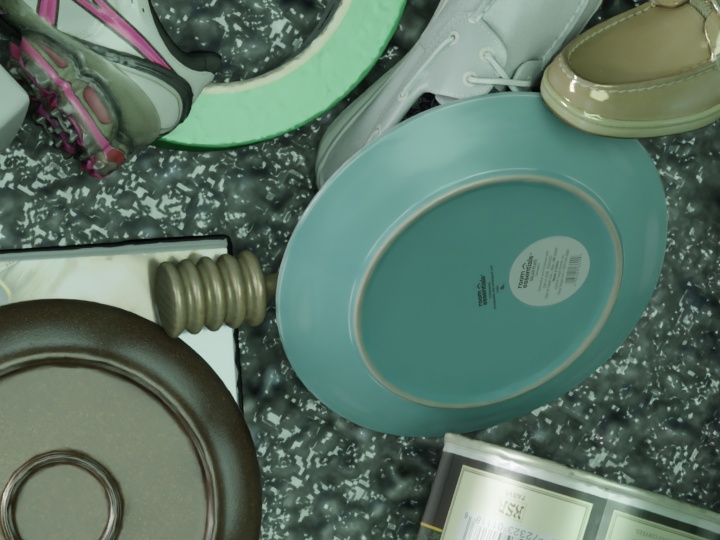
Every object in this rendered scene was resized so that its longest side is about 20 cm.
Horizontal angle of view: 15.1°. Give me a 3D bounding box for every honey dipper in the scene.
[{"bbox_3d":[0.000,0.000,1.326,0.200,0.038,0.038,-9,91,-19],"label":"honey dipper"}]

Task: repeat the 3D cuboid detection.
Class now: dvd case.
[{"bbox_3d":[-0.156,0.059,1.315,0.200,0.018,0.143,-4,91,-10],"label":"dvd case"}]

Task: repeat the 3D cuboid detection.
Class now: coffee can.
[{"bbox_3d":[0.081,0.193,1.294,0.146,0.146,0.200,18,86,-10],"label":"coffee can"}]

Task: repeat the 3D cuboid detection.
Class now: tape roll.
[{"bbox_3d":[-0.075,-0.159,1.316,0.200,0.048,0.201,0,90,-10],"label":"tape roll"}]

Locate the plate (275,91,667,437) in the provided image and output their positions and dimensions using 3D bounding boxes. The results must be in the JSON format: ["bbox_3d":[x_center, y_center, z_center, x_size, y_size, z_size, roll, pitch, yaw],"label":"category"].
[{"bbox_3d":[0.058,0.006,1.296,0.200,0.026,0.200,-10,127,-14],"label":"plate"}]

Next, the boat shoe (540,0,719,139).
[{"bbox_3d":[0.172,-0.120,1.270,0.200,0.065,0.072,-20,50,-24],"label":"boat shoe"}]

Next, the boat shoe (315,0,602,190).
[{"bbox_3d":[0.050,-0.089,1.284,0.072,0.069,0.200,36,115,-30],"label":"boat shoe"}]

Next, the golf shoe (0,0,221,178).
[{"bbox_3d":[-0.146,-0.145,1.247,0.092,0.073,0.200,-38,106,-15],"label":"golf shoe"}]

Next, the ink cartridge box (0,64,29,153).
[{"bbox_3d":[-0.273,-0.060,1.236,0.200,0.083,0.145,-43,92,-19],"label":"ink cartridge box"}]

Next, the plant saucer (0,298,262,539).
[{"bbox_3d":[-0.143,0.113,1.293,0.200,0.032,0.200,0,90,-11],"label":"plant saucer"}]
